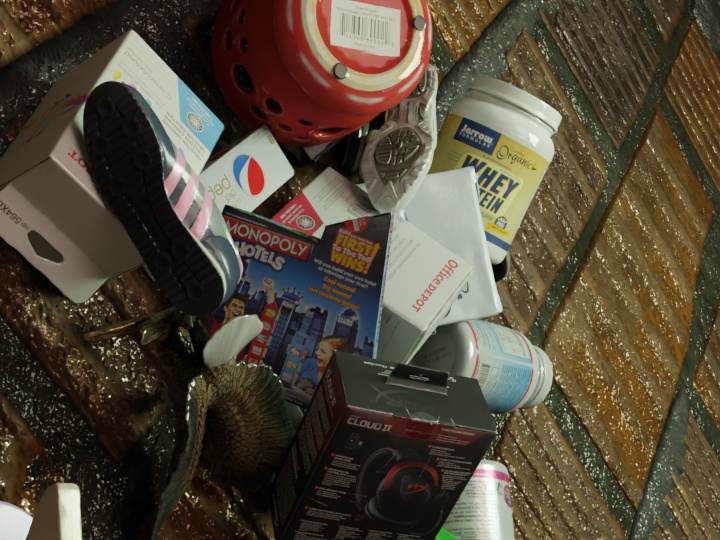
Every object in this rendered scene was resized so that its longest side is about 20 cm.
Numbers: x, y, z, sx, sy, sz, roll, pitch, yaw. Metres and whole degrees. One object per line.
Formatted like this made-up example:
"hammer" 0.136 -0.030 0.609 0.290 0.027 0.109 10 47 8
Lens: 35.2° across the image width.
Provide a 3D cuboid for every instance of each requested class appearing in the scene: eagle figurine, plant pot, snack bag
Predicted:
"eagle figurine" -0.140 0.126 1.005 0.151 0.150 0.202 -145 -141 -86
"plant pot" -0.035 -0.243 1.180 0.198 0.182 0.203 3 84 -27
"snack bag" 0.057 -0.019 1.305 0.021 0.197 0.191 100 -19 -74

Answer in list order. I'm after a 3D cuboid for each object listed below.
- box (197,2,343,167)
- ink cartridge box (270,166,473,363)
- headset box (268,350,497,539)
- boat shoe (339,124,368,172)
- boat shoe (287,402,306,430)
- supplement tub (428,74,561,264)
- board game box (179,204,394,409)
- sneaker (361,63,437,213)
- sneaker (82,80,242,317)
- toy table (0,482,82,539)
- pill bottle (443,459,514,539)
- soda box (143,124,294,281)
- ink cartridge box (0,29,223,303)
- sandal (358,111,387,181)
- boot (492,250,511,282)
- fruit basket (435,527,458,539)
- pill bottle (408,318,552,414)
"box" -0.052 -0.257 1.298 0.198 0.050 0.201 -42 105 -23
"ink cartridge box" 0.000 0.000 1.210 0.199 0.086 0.148 36 39 7
"headset box" 0.020 0.165 1.018 0.147 0.201 0.075 12 33 -20
"boat shoe" -0.023 -0.217 1.386 0.067 0.072 0.203 1 76 -12
"boat shoe" -0.076 0.137 1.139 0.201 0.073 0.060 58 -8 11
"supplement tub" 0.153 -0.126 1.415 0.144 0.144 0.202 23 93 -43
"board game box" -0.051 0.021 1.083 0.062 0.198 0.202 16 96 -87
"sneaker" 0.055 -0.134 1.275 0.100 0.077 0.202 73 28 -53
"sneaker" -0.160 -0.063 0.935 0.202 0.069 0.082 67 21 -10
"toy table" -0.240 0.263 0.832 0.183 0.116 0.202 -4 75 -52
"pill bottle" 0.115 0.318 1.247 0.113 0.113 0.202 21 58 -44
"soda box" -0.150 -0.071 1.141 0.064 0.068 0.200 57 39 -13
"ink cartridge box" -0.232 -0.084 0.999 0.129 0.124 0.201 45 42 -27
"sandal" 0.057 -0.167 1.406 0.212 0.069 0.078 -65 163 -53
"boot" 0.182 -0.092 1.563 0.150 0.073 0.202 -18 82 -53
"fruit basket" 0.039 0.351 1.107 0.155 0.214 0.218 34 49 -36
"pill bottle" 0.147 0.117 1.386 0.199 0.108 0.110 17 60 -46
